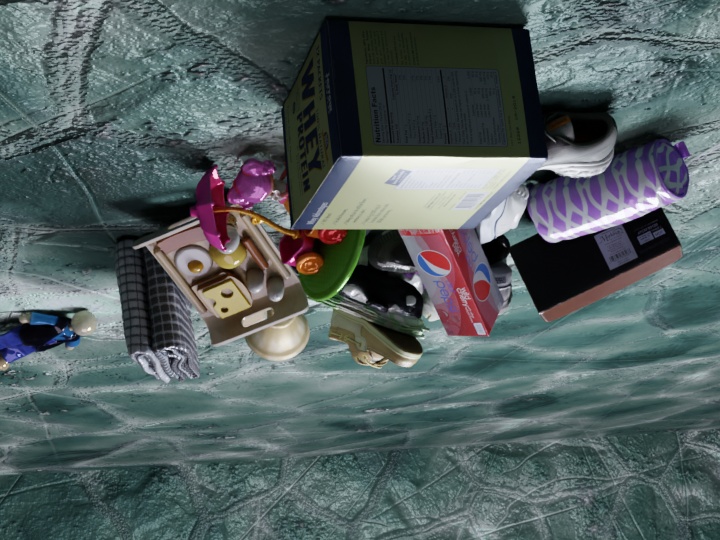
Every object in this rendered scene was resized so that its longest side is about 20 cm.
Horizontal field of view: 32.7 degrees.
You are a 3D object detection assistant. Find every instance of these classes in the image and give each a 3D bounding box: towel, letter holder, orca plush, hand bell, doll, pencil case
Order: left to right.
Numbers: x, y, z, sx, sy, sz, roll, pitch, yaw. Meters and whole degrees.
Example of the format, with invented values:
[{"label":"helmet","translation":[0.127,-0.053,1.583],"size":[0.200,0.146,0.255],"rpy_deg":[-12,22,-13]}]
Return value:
[{"label":"doll","translation":[-0.498,0.103,1.925],"size":[0.200,0.049,0.136],"rpy_deg":[-20,150,21]},{"label":"towel","translation":[-0.266,0.056,1.656],"size":[0.085,0.166,0.200],"rpy_deg":[-12,163,0]},{"label":"hand bell","translation":[-0.124,0.047,1.844],"size":[0.104,0.104,0.200],"rpy_deg":[-4,151,-7]},{"label":"towel","translation":[-0.003,0.043,1.726],"size":[0.200,0.023,0.153],"rpy_deg":[20,-174,-5]},{"label":"orca plush","translation":[0.000,0.000,1.668],"size":[0.200,0.071,0.105],"rpy_deg":[23,-173,6]},{"label":"letter holder","translation":[0.317,-0.015,1.636],"size":[0.200,0.101,0.142],"rpy_deg":[-27,161,9]},{"label":"pencil case","translation":[0.299,-0.096,1.493],"size":[0.200,0.084,0.085],"rpy_deg":[-17,-165,39]}]

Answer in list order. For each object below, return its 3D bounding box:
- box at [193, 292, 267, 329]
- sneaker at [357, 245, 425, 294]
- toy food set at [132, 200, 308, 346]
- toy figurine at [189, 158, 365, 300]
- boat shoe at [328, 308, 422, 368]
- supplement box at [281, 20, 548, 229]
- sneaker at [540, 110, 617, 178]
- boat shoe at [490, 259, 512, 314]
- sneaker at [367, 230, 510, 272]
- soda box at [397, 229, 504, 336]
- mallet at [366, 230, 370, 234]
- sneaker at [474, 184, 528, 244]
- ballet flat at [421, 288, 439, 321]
[{"label":"box","translation":[-0.183,0.019,1.704],"size":[0.095,0.078,0.200],"rpy_deg":[-6,163,0]},{"label":"sneaker","translation":[0.046,0.005,1.772],"size":[0.099,0.075,0.200],"rpy_deg":[-4,156,19]},{"label":"toy food set","translation":[-0.173,0.006,1.542],"size":[0.143,0.060,0.200],"rpy_deg":[-22,129,13]},{"label":"toy figurine","translation":[-0.095,-0.074,1.390],"size":[0.184,0.150,0.200],"rpy_deg":[16,133,-29]},{"label":"boat shoe","translation":[0.018,0.102,1.712],"size":[0.074,0.066,0.200],"rpy_deg":[16,-172,-31]},{"label":"supplement box","translation":[0.044,-0.133,1.186],"size":[0.199,0.134,0.200],"rpy_deg":[-1,162,-17]},{"label":"sneaker","translation":[0.186,-0.140,1.340],"size":[0.200,0.074,0.079],"rpy_deg":[-9,154,-9]},{"label":"boat shoe","translation":[0.179,0.016,1.711],"size":[0.072,0.066,0.200],"rpy_deg":[-5,-168,-4]},{"label":"sneaker","translation":[0.110,-0.030,1.624],"size":[0.200,0.067,0.090],"rpy_deg":[-4,-171,-17]},{"label":"soda box","translation":[0.115,-0.010,1.541],"size":[0.063,0.070,0.200],"rpy_deg":[0,133,32]},{"label":"mallet","translation":[0.070,-0.069,1.580],"size":[0.200,0.041,0.066],"rpy_deg":[-3,162,-22]},{"label":"sneaker","translation":[0.167,-0.096,1.492],"size":[0.071,0.073,0.200],"rpy_deg":[-28,166,-7]},{"label":"ballet flat","translation":[0.120,0.040,1.733],"size":[0.071,0.069,0.200],"rpy_deg":[-33,170,11]}]
